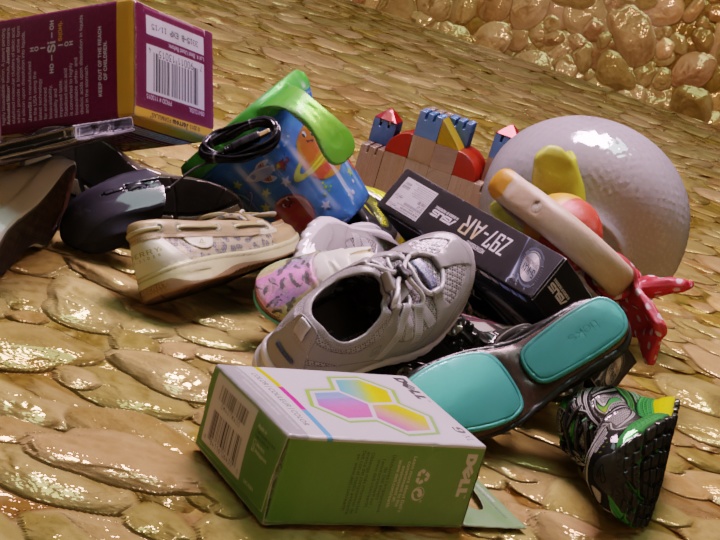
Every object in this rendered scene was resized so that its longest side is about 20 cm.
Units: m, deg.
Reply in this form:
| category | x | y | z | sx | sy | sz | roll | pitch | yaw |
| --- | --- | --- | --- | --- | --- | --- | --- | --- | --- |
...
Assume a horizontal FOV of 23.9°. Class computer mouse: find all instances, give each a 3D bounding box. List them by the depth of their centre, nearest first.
| category | x | y | z | sx | sy | sz | roll | pitch | yaw |
| --- | --- | --- | --- | --- | --- | --- | --- | --- | --- |
| computer mouse | -0.155 | -0.076 | 1.371 | 0.199 | 0.034 | 0.059 | -31 | 49 | -10 |

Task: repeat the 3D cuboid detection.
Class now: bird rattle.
| category | x | y | z | sx | sy | sz | roll | pitch | yaw |
| --- | --- | --- | --- | --- | --- | --- | --- | --- | --- |
| bird rattle | 0.175 | -0.013 | 1.394 | 0.200 | 0.113 | 0.163 | 51 | 11 | 34 |

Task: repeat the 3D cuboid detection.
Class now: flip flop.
| category | x | y | z | sx | sy | sz | roll | pitch | yaw |
| --- | --- | --- | --- | --- | --- | --- | --- | --- | --- |
| flip flop | -0.192 | -0.062 | 1.434 | 0.198 | 0.082 | 0.058 | 16 | -4 | -7 |

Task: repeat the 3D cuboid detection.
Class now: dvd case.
| category | x | y | z | sx | sy | sz | roll | pitch | yaw |
| --- | --- | --- | --- | --- | --- | --- | --- | --- | --- |
| dvd case | -0.286 | -0.085 | 1.296 | 0.198 | 0.016 | 0.149 | -12 | 6 | 10 |

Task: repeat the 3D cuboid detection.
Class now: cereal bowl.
| category | x | y | z | sx | sy | sz | roll | pitch | yaw |
| --- | --- | --- | --- | --- | --- | --- | --- | --- | --- |
| cereal bowl | 0.198 | -0.034 | 1.546 | 0.198 | 0.201 | 0.084 | 18 | 37 | 6 |

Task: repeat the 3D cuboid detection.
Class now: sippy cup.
| category | x | y | z | sx | sy | sz | roll | pitch | yaw |
| --- | --- | --- | --- | --- | --- | --- | --- | --- | --- |
| sippy cup | -0.066 | -0.083 | 1.483 | 0.131 | 0.139 | 0.178 | 51 | 4 | -5 |

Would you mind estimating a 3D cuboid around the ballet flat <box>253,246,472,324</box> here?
| category | x | y | z | sx | sy | sz | roll | pitch | yaw |
| --- | --- | --- | --- | --- | --- | --- | --- | --- | --- |
| ballet flat | 0.009 | 0.018 | 1.313 | 0.199 | 0.071 | 0.070 | 15 | 51 | -41 |

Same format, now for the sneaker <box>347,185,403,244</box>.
| category | x | y | z | sx | sy | sz | roll | pitch | yaw |
| --- | --- | --- | --- | --- | --- | --- | --- | --- | --- |
| sneaker | -0.053 | -0.071 | 1.591 | 0.198 | 0.075 | 0.085 | 20 | 13 | 10 |

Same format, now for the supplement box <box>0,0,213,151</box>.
| category | x | y | z | sx | sy | sz | roll | pitch | yaw |
| --- | --- | --- | --- | --- | --- | --- | --- | --- | --- |
| supplement box | -0.244 | -0.163 | 1.489 | 0.198 | 0.104 | 0.131 | -5 | -7 | 25 |

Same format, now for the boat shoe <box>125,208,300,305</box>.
| category | x | y | z | sx | sy | sz | roll | pitch | yaw |
| --- | --- | --- | --- | --- | --- | --- | --- | --- | --- |
| boat shoe | -0.111 | -0.023 | 1.340 | 0.073 | 0.063 | 0.200 | -23 | -2 | 26 |

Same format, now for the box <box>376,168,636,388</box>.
| category | x | y | z | sx | sy | sz | roll | pitch | yaw |
| --- | --- | --- | --- | --- | --- | --- | --- | --- | --- |
| box | 0.121 | 0.009 | 1.409 | 0.200 | 0.044 | 0.160 | 34 | -11 | 44 |

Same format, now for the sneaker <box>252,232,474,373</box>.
| category | x | y | z | sx | sy | sz | roll | pitch | yaw |
| --- | --- | --- | --- | --- | --- | --- | --- | --- | --- |
| sneaker | 0.018 | 0.025 | 1.183 | 0.075 | 0.082 | 0.200 | 47 | 51 | 11 |

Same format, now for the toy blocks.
| category | x | y | z | sx | sy | sz | roll | pitch | yaw |
| --- | --- | --- | --- | --- | --- | --- | --- | --- | --- |
| toy blocks | 0.074 | -0.102 | 1.725 | 0.198 | 0.138 | 0.100 | 20 | 16 | 13 |

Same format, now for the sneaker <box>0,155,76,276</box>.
| category | x | y | z | sx | sy | sz | roll | pitch | yaw |
| --- | --- | --- | --- | --- | --- | --- | --- | --- | --- |
| sneaker | -0.279 | -0.056 | 1.305 | 0.084 | 0.073 | 0.200 | 20 | 17 | 4 |

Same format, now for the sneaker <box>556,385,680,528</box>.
| category | x | y | z | sx | sy | sz | roll | pitch | yaw |
| --- | --- | --- | --- | --- | --- | --- | --- | --- | --- |
| sneaker | 0.173 | 0.125 | 1.185 | 0.084 | 0.079 | 0.200 | 13 | 5 | 11 |

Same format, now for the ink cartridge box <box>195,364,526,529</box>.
| category | x | y | z | sx | sy | sz | roll | pitch | yaw |
| --- | --- | --- | --- | --- | --- | --- | --- | --- | --- |
| ink cartridge box | 0.009 | 0.110 | 1.060 | 0.198 | 0.060 | 0.104 | 7 | 18 | -33 |

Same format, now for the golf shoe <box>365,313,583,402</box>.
| category | x | y | z | sx | sy | sz | roll | pitch | yaw |
| --- | --- | --- | --- | --- | --- | --- | --- | --- | --- |
| golf shoe | 0.070 | 0.066 | 1.297 | 0.198 | 0.078 | 0.088 | 12 | -8 | -14 |

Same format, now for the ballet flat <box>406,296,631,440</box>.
| category | x | y | z | sx | sy | sz | roll | pitch | yaw |
| --- | --- | --- | --- | --- | --- | --- | --- | --- | --- |
| ballet flat | 0.108 | 0.084 | 1.219 | 0.199 | 0.069 | 0.068 | -21 | 66 | -18 |

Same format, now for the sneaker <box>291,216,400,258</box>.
| category | x | y | z | sx | sy | sz | roll | pitch | yaw |
| --- | --- | --- | --- | --- | --- | --- | --- | --- | --- |
| sneaker | 0.000 | 0.000 | 1.407 | 0.082 | 0.075 | 0.200 | 26 | 19 | 20 |
